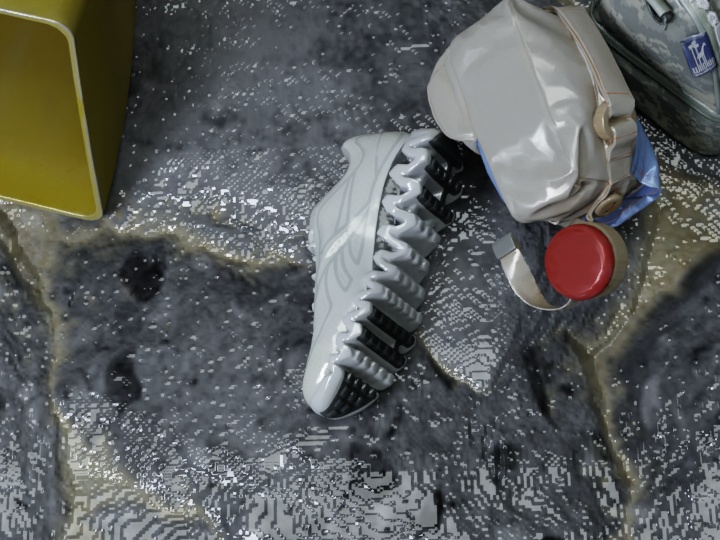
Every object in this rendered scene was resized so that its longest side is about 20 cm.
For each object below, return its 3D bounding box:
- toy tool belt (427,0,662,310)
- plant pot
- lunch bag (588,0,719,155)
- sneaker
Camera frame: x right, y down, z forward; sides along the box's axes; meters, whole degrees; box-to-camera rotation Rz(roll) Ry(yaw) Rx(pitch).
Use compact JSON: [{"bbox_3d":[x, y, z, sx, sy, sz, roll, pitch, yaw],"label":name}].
[{"bbox_3d":[0.137,-0.073,1.232,0.125,0.123,0.200,-34,70,31],"label":"toy tool belt"},{"bbox_3d":[-0.240,-0.178,1.260,0.200,0.200,0.177,14,57,8],"label":"plant pot"},{"bbox_3d":[0.247,-0.194,1.252,0.200,0.168,0.139,-42,72,-14],"label":"lunch bag"},{"bbox_3d":[0.000,0.000,1.240,0.081,0.075,0.200,10,69,28],"label":"sneaker"}]
